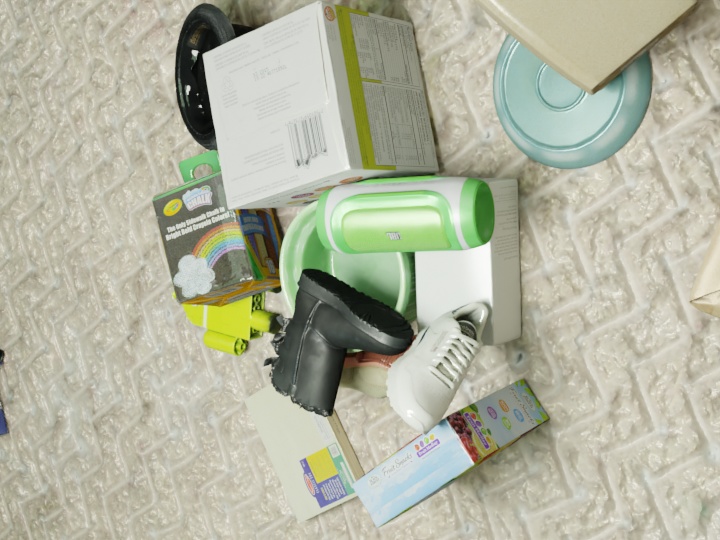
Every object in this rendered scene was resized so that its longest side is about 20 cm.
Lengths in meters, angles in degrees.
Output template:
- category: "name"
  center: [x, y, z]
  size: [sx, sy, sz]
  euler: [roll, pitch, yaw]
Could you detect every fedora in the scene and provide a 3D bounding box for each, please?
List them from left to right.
- category: "fedora"
  center: [-0.182, -0.268, 1.472]
  size: [0.200, 0.091, 0.201]
  euler: [24, 120, 52]

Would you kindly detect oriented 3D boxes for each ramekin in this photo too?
- category: "ramekin"
  center: [0.000, 0.000, 1.391]
  size: [0.199, 0.098, 0.201]
  euler: [6, 101, 35]

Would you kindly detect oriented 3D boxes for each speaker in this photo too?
- category: "speaker"
  center: [0.051, -0.063, 1.244]
  size: [0.199, 0.088, 0.089]
  euler: [-1, 96, 26]

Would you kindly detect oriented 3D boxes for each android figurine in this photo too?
- category: "android figurine"
  center: [-0.200, 0.030, 1.575]
  size: [0.199, 0.041, 0.183]
  euler: [14, 105, 31]

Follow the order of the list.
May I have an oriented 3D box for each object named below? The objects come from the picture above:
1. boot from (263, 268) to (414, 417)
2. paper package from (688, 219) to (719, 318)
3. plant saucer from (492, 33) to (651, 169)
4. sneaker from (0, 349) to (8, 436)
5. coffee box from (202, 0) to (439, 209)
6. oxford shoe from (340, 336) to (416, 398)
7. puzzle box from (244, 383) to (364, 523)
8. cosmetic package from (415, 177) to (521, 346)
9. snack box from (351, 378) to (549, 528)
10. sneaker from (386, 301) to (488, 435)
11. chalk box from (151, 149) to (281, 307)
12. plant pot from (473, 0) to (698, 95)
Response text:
- category: "boot"
  center: [-0.031, 0.105, 1.324]
  size: [0.198, 0.073, 0.163]
  euler: [31, 112, 36]
- category: "paper package"
  center: [0.421, -0.042, 1.024]
  size: [0.103, 0.200, 0.191]
  euler: [29, 112, 28]
- category: "plant saucer"
  center: [0.237, -0.218, 1.236]
  size: [0.199, 0.027, 0.201]
  euler: [6, 100, 34]
- category: "sneaker"
  center: [-0.689, 0.202, 1.920]
  size: [0.115, 0.080, 0.200]
  euler: [-36, 74, 35]
- category: "coffee box"
  center: [-0.048, -0.197, 1.332]
  size: [0.199, 0.197, 0.201]
  euler: [-13, 86, 36]
- category: "oxford shoe"
  center: [0.045, 0.132, 1.411]
  size: [0.199, 0.071, 0.074]
  euler: [7, 126, 34]
- category: "puzzle box"
  center: [-0.079, 0.249, 1.529]
  size: [0.133, 0.025, 0.201]
  euler: [-32, 79, 34]
- category: "cosmetic package"
  center: [0.131, -0.012, 1.309]
  size: [0.113, 0.081, 0.201]
  euler: [4, 101, 35]
- category: "snack box"
  center: [0.111, 0.217, 1.282]
  size: [0.169, 0.200, 0.068]
  euler: [-40, 74, 31]
- category: "sneaker"
  center: [0.091, 0.102, 1.191]
  size: [0.076, 0.200, 0.080]
  euler: [45, 123, -11]
- category: "chalk box"
  center: [-0.196, -0.063, 1.470]
  size: [0.124, 0.124, 0.201]
  euler: [-17, 80, 18]
- category: "plant pot"
  center: [0.240, -0.296, 1.108]
  size: [0.200, 0.200, 0.177]
  euler: [-40, 87, 13]
